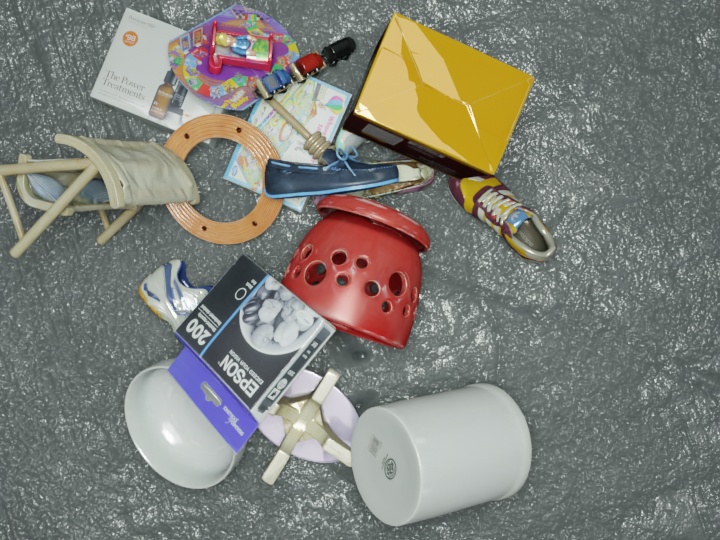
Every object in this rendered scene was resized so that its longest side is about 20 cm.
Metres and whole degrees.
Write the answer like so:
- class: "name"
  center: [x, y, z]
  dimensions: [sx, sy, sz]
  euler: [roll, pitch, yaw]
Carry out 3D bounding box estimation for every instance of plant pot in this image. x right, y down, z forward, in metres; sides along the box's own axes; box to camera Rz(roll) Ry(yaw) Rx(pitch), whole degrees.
- class: "plant pot"
  center: [0.000, 0.000, 1.067]
  dimensions: [0.200, 0.200, 0.183]
  euler: [22, 83, 0]

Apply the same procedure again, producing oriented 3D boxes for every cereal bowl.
- class: "cereal bowl"
  center: [-0.248, 0.218, 1.097]
  dimensions: [0.199, 0.083, 0.201]
  euler: [8, 109, 24]

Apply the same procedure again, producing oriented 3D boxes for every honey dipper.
- class: "honey dipper"
  center: [-0.113, -0.237, 1.118]
  dimensions: [0.200, 0.038, 0.038]
  euler: [45, 89, 3]

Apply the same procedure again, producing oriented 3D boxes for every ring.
- class: "ring"
  center: [-0.211, -0.138, 1.125]
  dimensions: [0.199, 0.019, 0.202]
  euler: [2, 107, 8]

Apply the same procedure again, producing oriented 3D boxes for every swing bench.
- class: "swing bench"
  center: [-0.372, -0.119, 1.042]
  dimensions: [0.199, 0.199, 0.130]
  euler: [-21, 89, 19]

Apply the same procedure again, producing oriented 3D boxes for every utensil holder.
- class: "utensil holder"
  center: [0.111, 0.256, 1.030]
  dimensions: [0.199, 0.170, 0.171]
  euler: [-3, 88, -37]

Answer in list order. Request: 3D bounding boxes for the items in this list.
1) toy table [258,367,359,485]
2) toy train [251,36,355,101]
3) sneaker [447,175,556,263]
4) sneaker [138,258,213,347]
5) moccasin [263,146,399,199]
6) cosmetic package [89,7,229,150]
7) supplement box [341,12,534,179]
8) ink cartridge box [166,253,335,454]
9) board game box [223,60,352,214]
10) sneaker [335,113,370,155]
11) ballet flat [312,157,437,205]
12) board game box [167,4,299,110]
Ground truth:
- class: "toy table"
  center: [-0.089, 0.222, 1.100]
  dimensions: [0.199, 0.117, 0.185]
  euler: [21, 88, -1]
- class: "toy train"
  center: [-0.081, -0.306, 1.109]
  dimensions: [0.200, 0.046, 0.034]
  euler: [-37, 100, -30]
- class: "sneaker"
  center: [0.220, -0.091, 1.122]
  dimensions: [0.200, 0.090, 0.075]
  euler: [40, 89, 1]
- class: "sneaker"
  center: [-0.246, 0.069, 1.124]
  dimensions: [0.088, 0.075, 0.200]
  euler: [-43, 90, -2]
- class: "moccasin"
  center: [-0.045, -0.144, 1.059]
  dimensions: [0.199, 0.080, 0.069]
  euler: [-5, 94, 4]
- class: "cosmetic package"
  center: [-0.296, -0.297, 1.147]
  dimensions: [0.199, 0.052, 0.151]
  euler: [21, 86, 0]
- class: "supplement box"
  center: [0.095, -0.225, 1.003]
  dimensions: [0.196, 0.200, 0.133]
  euler: [22, 92, -8]
- class: "ink cartridge box"
  center: [-0.158, 0.100, 0.965]
  dimensions: [0.198, 0.043, 0.200]
  euler: [35, 84, 40]
- class: "board game box"
  center: [-0.113, -0.207, 1.153]
  dimensions: [0.134, 0.034, 0.201]
  euler: [24, 88, 1]
- class: "sneaker"
  center: [0.066, -0.224, 1.132]
  dimensions: [0.140, 0.078, 0.200]
  euler: [41, 89, 2]
- class: "ballet flat"
  center: [0.021, -0.140, 1.133]
  dimensions: [0.199, 0.071, 0.070]
  euler: [-11, 87, 0]
- class: "board game box"
  center: [-0.184, -0.332, 1.103]
  dimensions: [0.158, 0.039, 0.200]
  euler: [45, 63, 8]
